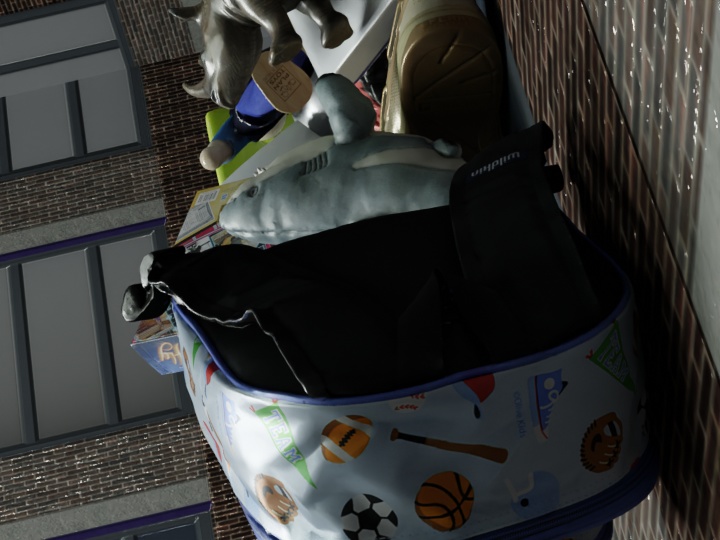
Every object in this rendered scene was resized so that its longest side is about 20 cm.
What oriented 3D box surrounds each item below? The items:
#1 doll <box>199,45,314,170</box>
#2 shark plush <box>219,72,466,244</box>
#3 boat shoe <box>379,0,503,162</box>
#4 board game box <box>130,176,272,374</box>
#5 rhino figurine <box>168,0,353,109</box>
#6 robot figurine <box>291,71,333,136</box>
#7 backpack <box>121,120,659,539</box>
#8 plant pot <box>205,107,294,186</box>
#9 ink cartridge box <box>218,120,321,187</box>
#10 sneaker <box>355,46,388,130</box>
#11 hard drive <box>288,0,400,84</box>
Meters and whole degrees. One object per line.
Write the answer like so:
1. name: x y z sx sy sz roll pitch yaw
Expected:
1. doll: -0.063 -0.122 1.198 0.048 0.137 0.200 36 170 -6
2. shark plush: 0.021 -0.019 0.891 0.199 0.083 0.091 28 143 32
3. boat shoe: 0.046 -0.082 0.963 0.201 0.070 0.065 95 170 -52
4. board game box: -0.042 -0.010 1.108 0.035 0.198 0.136 50 -135 -34
5. rhino figurine: -0.043 -0.157 0.946 0.200 0.059 0.088 -43 68 41
6. robot figurine: -0.002 -0.146 1.335 0.200 0.111 0.172 -108 19 -75
7. backpack: 0.022 0.048 0.674 0.190 0.198 0.156 -137 28 -76
8. plant pot: -0.014 -0.029 1.485 0.199 0.179 0.202 80 177 -67
9. ink cartridge box: 0.000 0.000 1.222 0.146 0.083 0.200 57 170 -33
10. sneaker: 0.024 -0.141 1.119 0.201 0.070 0.099 77 178 -55
11. hard drive: -0.022 -0.222 0.979 0.132 0.025 0.201 -47 62 44
